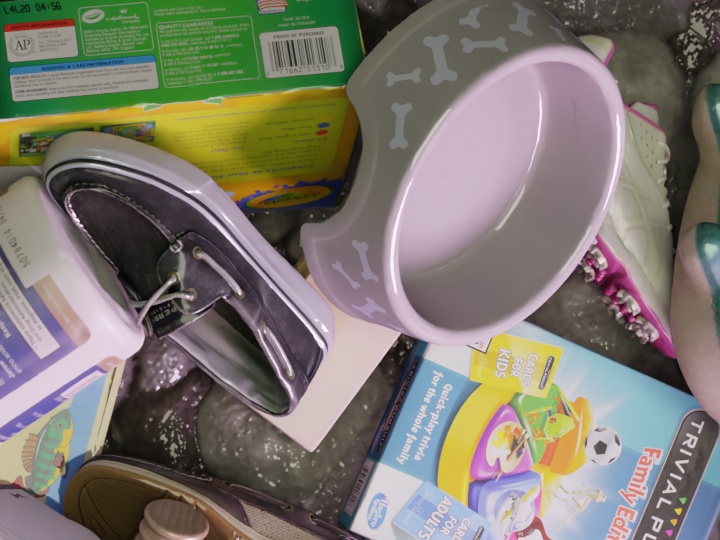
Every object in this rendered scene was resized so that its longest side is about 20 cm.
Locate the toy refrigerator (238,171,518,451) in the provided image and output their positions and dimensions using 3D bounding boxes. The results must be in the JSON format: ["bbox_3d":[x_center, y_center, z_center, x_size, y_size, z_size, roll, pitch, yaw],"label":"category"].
[{"bbox_3d":[0.000,0.000,1.553,0.070,0.076,0.200,38,87,-8],"label":"toy refrigerator"}]

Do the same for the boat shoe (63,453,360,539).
[{"bbox_3d":[-0.074,0.155,1.552,0.199,0.065,0.073,28,116,-10],"label":"boat shoe"}]

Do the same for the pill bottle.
[{"bbox_3d":[-0.223,0.048,1.438,0.200,0.111,0.111,-33,97,4],"label":"pill bottle"}]

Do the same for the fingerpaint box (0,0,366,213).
[{"bbox_3d":[-0.106,-0.088,1.481,0.199,0.167,0.074,-6,69,-9],"label":"fingerpaint box"}]

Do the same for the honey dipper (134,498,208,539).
[{"bbox_3d":[-0.132,0.219,1.528,0.038,0.038,0.201,17,115,-9],"label":"honey dipper"}]

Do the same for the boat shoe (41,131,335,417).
[{"bbox_3d":[-0.089,0.004,1.431,0.200,0.072,0.071,38,47,-27],"label":"boat shoe"}]

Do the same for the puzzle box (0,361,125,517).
[{"bbox_3d":[-0.208,0.077,1.547,0.133,0.025,0.201,14,90,-9],"label":"puzzle box"}]

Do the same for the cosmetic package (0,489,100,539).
[{"bbox_3d":[-0.207,0.230,1.486,0.107,0.085,0.201,26,101,31],"label":"cosmetic package"}]

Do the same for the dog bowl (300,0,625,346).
[{"bbox_3d":[0.062,-0.050,1.455,0.200,0.059,0.201,-27,134,-32],"label":"dog bowl"}]

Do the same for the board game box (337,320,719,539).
[{"bbox_3d":[0.109,0.117,1.588,0.199,0.047,0.151,23,88,-9],"label":"board game box"}]

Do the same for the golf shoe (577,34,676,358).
[{"bbox_3d":[0.153,-0.045,1.579,0.091,0.075,0.200,-34,98,-10],"label":"golf shoe"}]

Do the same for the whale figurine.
[{"bbox_3d":[0.237,-0.008,1.554,0.103,0.159,0.201,-9,76,30],"label":"whale figurine"}]
